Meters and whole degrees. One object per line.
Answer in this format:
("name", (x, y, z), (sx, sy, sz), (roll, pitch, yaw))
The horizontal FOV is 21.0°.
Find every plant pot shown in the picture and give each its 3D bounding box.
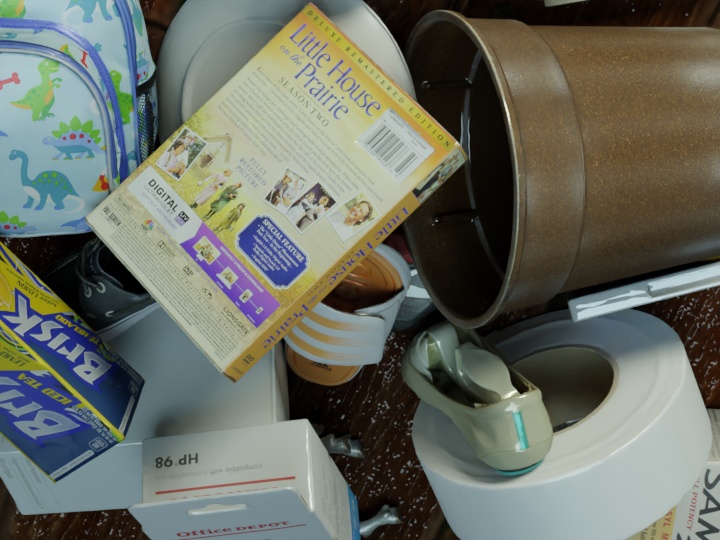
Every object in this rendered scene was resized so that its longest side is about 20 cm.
("plant pot", (0.147, -0.073, 1.244), (0.198, 0.200, 0.200), (-7, 122, -20))

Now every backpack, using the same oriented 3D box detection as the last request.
("backpack", (-0.222, -0.122, 1.247), (0.183, 0.147, 0.200), (-1, 118, -2))

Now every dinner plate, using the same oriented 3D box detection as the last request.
("dinner plate", (-0.056, -0.101, 1.278), (0.200, 0.024, 0.200), (7, 108, 24))

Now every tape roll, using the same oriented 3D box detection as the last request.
("tape roll", (0.139, 0.110, 1.354), (0.202, 0.202, 0.071), (-19, 119, 10))

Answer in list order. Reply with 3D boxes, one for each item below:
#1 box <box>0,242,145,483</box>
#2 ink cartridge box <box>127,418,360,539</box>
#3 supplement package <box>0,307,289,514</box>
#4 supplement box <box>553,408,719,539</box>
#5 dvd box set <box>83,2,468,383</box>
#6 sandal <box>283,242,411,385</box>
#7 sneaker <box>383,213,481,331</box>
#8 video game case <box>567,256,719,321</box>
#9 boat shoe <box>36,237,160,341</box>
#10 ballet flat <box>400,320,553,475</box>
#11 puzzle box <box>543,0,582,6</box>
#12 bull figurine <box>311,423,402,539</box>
("box", (-0.232, 0.039, 1.224), (0.070, 0.064, 0.200), (-33, 114, 27))
("ink cartridge box", (-0.074, 0.156, 1.295), (0.116, 0.067, 0.200), (-8, 152, 9))
("supplement package", (-0.153, 0.093, 1.367), (0.200, 0.117, 0.117), (-5, 151, 2))
("supplement box", (0.223, 0.173, 1.462), (0.200, 0.074, 0.126), (2, 121, -2))
("dvd box set", (-0.054, -0.050, 1.194), (0.200, 0.146, 0.029), (-45, 156, -1))
("sandal", (-0.016, 0.044, 1.316), (0.079, 0.059, 0.207), (14, 148, 1))
("sneaker", (0.000, 0.000, 1.362), (0.200, 0.071, 0.098), (-5, 122, 4))
("video game case", (0.242, -0.002, 1.328), (0.200, 0.143, 0.017), (-14, 92, 8))
("boat shoe", (-0.153, -0.001, 1.282), (0.200, 0.070, 0.066), (-15, 158, 20))
("ballet flat", (0.074, 0.069, 1.330), (0.069, 0.200, 0.070), (-8, 113, -20))
("puzzle box", (0.168, -0.272, 1.232), (0.133, 0.025, 0.200), (-9, 120, 4))
("bull figurine", (-0.034, 0.201, 1.483), (0.121, 0.065, 0.200), (-24, 120, 9))
